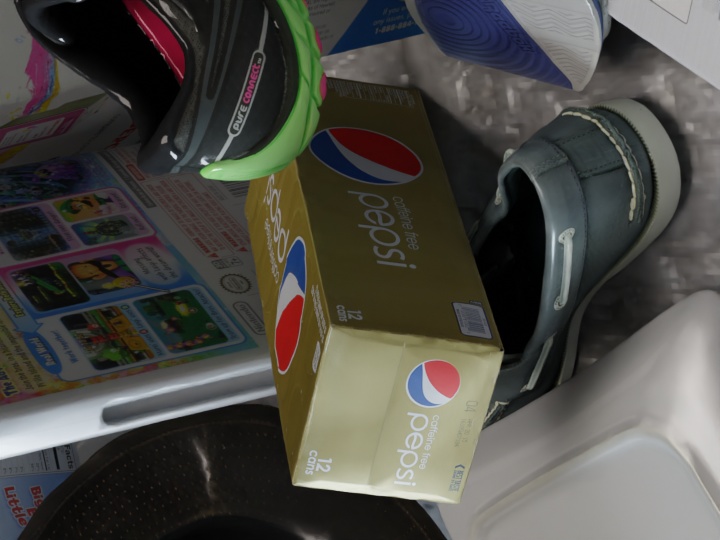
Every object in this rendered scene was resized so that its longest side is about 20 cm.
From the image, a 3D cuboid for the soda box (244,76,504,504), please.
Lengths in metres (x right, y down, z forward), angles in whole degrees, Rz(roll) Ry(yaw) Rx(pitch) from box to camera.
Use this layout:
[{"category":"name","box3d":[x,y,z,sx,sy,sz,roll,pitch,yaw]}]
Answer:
[{"category":"soda box","box3d":[0.000,0.000,0.880,0.200,0.064,0.068,-103,24,-59]}]

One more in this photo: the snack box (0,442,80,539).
[{"category":"snack box","box3d":[-0.140,0.120,0.952,0.024,0.072,0.201,-30,68,46]}]

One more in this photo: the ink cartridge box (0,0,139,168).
[{"category":"ink cartridge box","box3d":[-0.174,-0.090,1.055,0.144,0.199,0.085,-33,79,55]}]

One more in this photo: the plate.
[{"category":"plate","box3d":[0.114,0.131,0.854,0.200,0.032,0.200,61,143,7]}]

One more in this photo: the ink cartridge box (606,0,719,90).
[{"category":"ink cartridge box","box3d":[0.165,-0.108,0.700,0.200,0.050,0.162,43,135,41]}]

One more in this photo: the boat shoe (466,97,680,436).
[{"category":"boat shoe","box3d":[0.051,0.010,0.893,0.073,0.062,0.200,56,143,20]}]

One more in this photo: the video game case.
[{"category":"video game case","box3d":[-0.101,0.003,0.970,0.200,0.181,0.024,45,141,52]}]

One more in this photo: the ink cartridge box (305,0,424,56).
[{"category":"ink cartridge box","box3d":[-0.009,-0.179,0.858,0.067,0.116,0.201,44,135,35]}]

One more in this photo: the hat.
[{"category":"hat","box3d":[-0.045,0.157,0.937,0.201,0.200,0.081,63,171,17]}]

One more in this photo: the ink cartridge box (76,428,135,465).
[{"category":"ink cartridge box","box3d":[-0.068,0.181,1.054,0.144,0.083,0.201,9,115,12]}]

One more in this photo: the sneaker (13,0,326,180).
[{"category":"sneaker","box3d":[-0.084,-0.120,0.810,0.201,0.083,0.077,60,141,15]}]

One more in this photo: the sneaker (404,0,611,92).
[{"category":"sneaker","box3d":[0.063,-0.159,0.798,0.080,0.116,0.200,19,153,23]}]
